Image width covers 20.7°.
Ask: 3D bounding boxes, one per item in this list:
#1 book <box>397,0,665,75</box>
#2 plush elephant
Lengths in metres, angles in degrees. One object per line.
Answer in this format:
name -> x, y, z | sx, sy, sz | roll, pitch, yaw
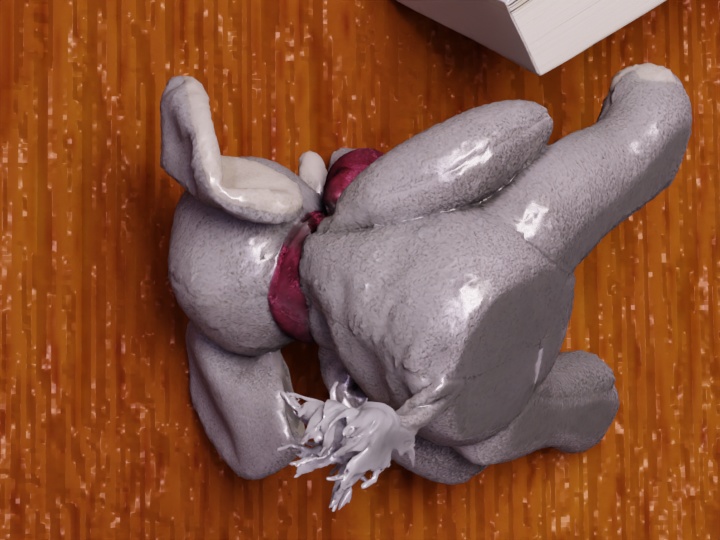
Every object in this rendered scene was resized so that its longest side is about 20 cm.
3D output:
book -> 0.112, -0.156, 0.764 | 0.200, 0.134, 0.048 | -35, 120, -10
plush elephant -> 0.000, 0.000, 0.733 | 0.155, 0.165, 0.200 | 31, 41, 32
